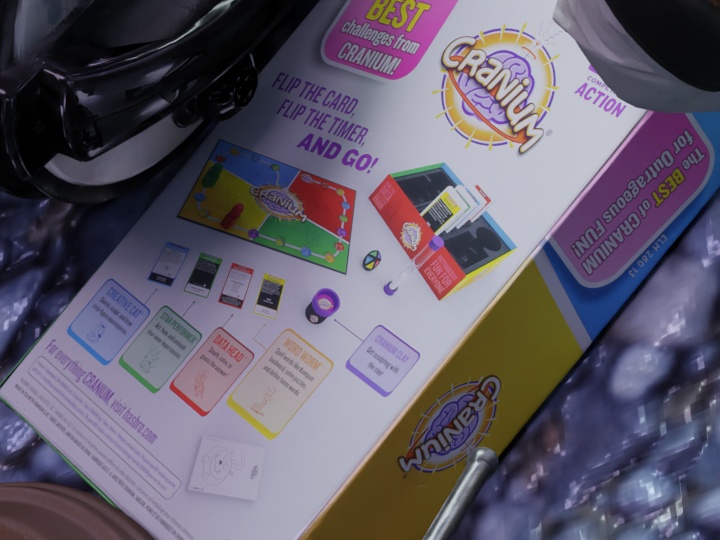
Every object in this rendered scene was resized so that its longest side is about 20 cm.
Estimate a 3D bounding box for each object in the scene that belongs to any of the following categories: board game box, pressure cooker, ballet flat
[{"bbox_3d":[0.000,0.000,0.885,0.200,0.040,0.153,-50,41,-3],"label":"board game box"},{"bbox_3d":[-0.102,-0.117,0.893,0.199,0.178,0.177,25,99,24],"label":"pressure cooker"},{"bbox_3d":[0.095,-0.076,0.788,0.068,0.200,0.068,-39,85,26],"label":"ballet flat"}]

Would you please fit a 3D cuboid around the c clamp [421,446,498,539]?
[{"bbox_3d":[-0.080,0.099,0.772,0.199,0.027,0.171,0,29,21],"label":"c clamp"}]

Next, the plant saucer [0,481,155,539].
[{"bbox_3d":[-0.119,0.154,0.845,0.199,0.029,0.201,-17,62,36],"label":"plant saucer"}]
